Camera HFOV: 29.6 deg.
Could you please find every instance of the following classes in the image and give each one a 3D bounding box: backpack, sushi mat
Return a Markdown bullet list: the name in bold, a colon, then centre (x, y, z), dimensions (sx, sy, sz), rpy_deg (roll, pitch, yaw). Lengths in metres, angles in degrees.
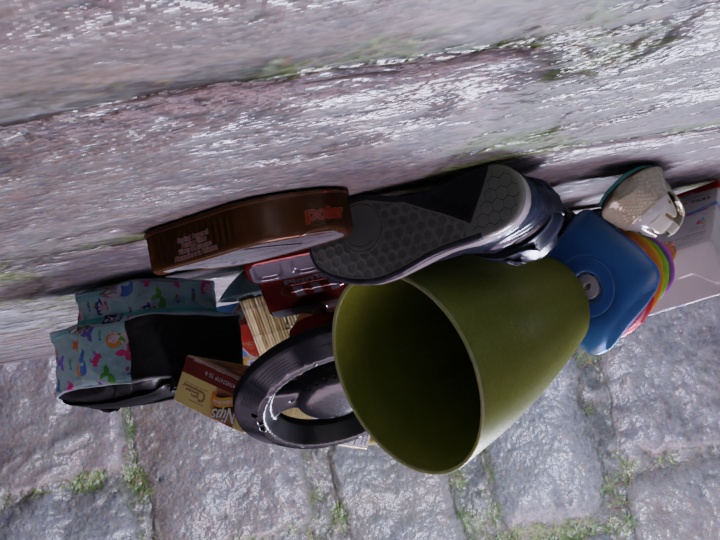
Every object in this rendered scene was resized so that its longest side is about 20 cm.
- **backpack**: centre (-0.252, 0.087, 1.542), dimensions (0.200, 0.151, 0.177), rpy_deg (-22, 165, 38)
- **sushi mat**: centre (-0.070, 0.098, 1.591), dimensions (0.095, 0.200, 0.012), rpy_deg (-8, -142, 10)

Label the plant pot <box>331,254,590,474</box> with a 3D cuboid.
- **plant pot**: centre (0.109, 0.060, 1.236), dimensions (0.200, 0.188, 0.187), rpy_deg (-22, -175, -38)

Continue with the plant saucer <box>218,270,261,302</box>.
- **plant saucer**: centre (-0.074, 0.004, 1.622), dimensions (0.200, 0.039, 0.201), rpy_deg (-10, 176, -1)

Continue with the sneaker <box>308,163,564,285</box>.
- **sneaker**: centre (0.071, -0.032, 1.136), dimensions (0.202, 0.077, 0.146), rpy_deg (-13, 173, 27)

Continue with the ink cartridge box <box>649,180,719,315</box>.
- **ink cartridge box**: centre (0.358, -0.033, 1.531), dimensions (0.116, 0.067, 0.200), rpy_deg (-19, -161, 25)

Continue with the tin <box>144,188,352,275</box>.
- **tin**: centre (-0.090, -0.029, 1.089), dimensions (0.112, 0.042, 0.200), rpy_deg (-12, 179, -43)

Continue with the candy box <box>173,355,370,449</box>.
- **candy box**: centre (-0.088, 0.143, 1.471), dimensions (0.115, 0.055, 0.200), rpy_deg (19, -177, 41)

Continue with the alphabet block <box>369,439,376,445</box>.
- **alphabet block**: centre (0.073, 0.090, 1.730), dimensions (0.195, 0.197, 0.200), rpy_deg (-34, -168, -34)

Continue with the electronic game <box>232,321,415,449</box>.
- **electronic game**: centre (-0.027, 0.114, 1.335), dimensions (0.199, 0.042, 0.200), rpy_deg (-13, 144, -9)

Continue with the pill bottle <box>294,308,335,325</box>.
- **pill bottle**: centre (-0.002, 0.082, 1.480), dimensions (0.106, 0.107, 0.200), rpy_deg (-11, 165, 19)

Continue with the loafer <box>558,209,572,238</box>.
- **loafer**: centre (0.129, -0.038, 1.388), dimensions (0.200, 0.073, 0.072), rpy_deg (-8, -153, 32)

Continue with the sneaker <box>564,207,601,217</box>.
- **sneaker**: centre (0.267, -0.040, 1.594), dimensions (0.199, 0.075, 0.115), rpy_deg (-8, 174, -14)

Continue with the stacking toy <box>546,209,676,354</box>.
- **stacking toy**: centre (0.268, 0.001, 1.352), dimensions (0.200, 0.110, 0.116), rpy_deg (-15, 144, -54)

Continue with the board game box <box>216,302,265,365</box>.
- **board game box**: centre (-0.101, 0.114, 1.686), dimensions (0.200, 0.040, 0.153), rpy_deg (41, 151, -24)

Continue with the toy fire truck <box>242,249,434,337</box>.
- **toy fire truck**: centre (-0.005, -0.002, 1.297), dimensions (0.199, 0.112, 0.168), rpy_deg (-11, 158, 1)

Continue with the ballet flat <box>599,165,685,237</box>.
- **ballet flat**: centre (0.277, -0.061, 1.286), dimensions (0.067, 0.062, 0.200), rpy_deg (-48, 167, 17)
